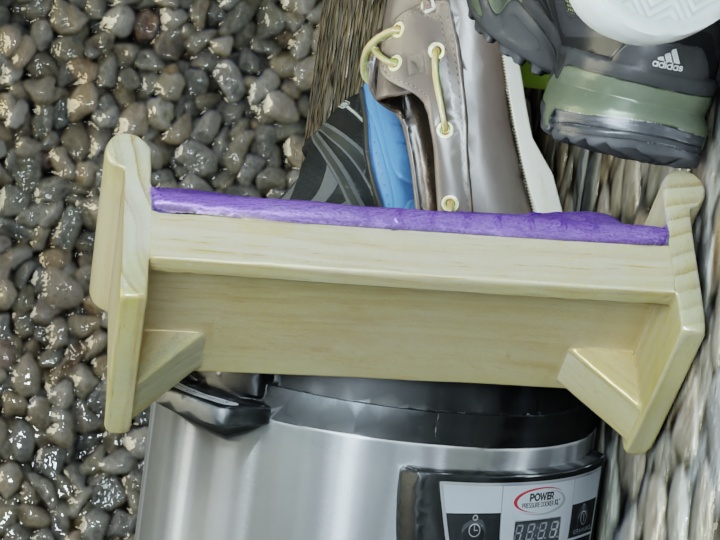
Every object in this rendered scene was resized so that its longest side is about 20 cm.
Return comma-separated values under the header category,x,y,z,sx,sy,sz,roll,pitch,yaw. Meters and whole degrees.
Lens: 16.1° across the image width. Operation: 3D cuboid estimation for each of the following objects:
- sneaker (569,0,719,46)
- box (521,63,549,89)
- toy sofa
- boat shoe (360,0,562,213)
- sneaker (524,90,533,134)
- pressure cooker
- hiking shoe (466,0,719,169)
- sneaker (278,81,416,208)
category,x,y,z,sx,sy,sz,roll,pitch,yaw
sneaker,0.084,-0.147,0.806,0.115,0.073,0.201,-25,45,58
box,0.082,-0.179,1.166,0.122,0.047,0.201,107,169,-66
toy sofa,0.011,-0.003,0.854,0.083,0.198,0.098,105,167,-54
boat shoe,0.035,-0.077,1.085,0.072,0.059,0.201,161,94,-77
sneaker,0.047,-0.047,1.220,0.201,0.075,0.089,-92,14,-54
pressure cooker,0.000,0.077,0.967,0.176,0.177,0.202,-98,16,-82
hiking shoe,0.093,-0.111,0.897,0.200,0.075,0.101,-113,39,-63
sneaker,0.000,0.000,1.139,0.082,0.071,0.200,-32,37,29
